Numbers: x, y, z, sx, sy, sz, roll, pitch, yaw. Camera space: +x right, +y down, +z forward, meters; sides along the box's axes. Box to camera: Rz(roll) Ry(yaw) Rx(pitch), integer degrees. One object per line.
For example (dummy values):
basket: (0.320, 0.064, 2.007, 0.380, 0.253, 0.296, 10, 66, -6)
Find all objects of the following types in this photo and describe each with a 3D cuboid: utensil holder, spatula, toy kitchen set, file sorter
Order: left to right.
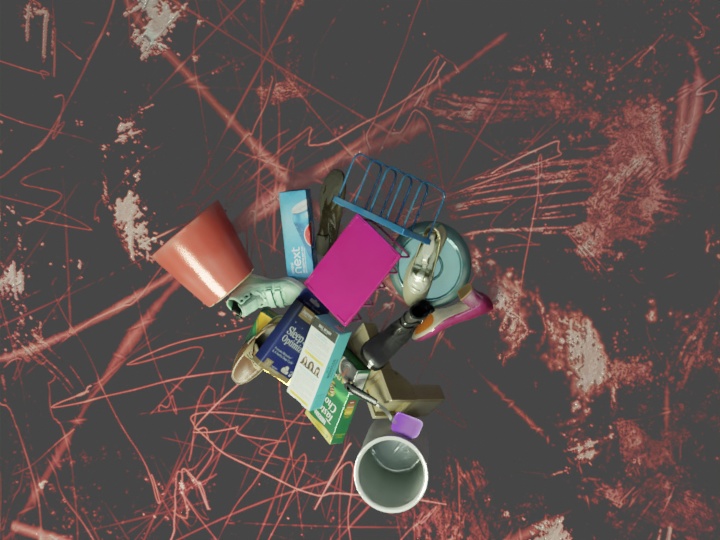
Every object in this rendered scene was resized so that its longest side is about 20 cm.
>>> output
file sorter: (0.000, 0.000, 1.710, 0.139, 0.125, 0.201, 43, 103, 16)
spatula: (0.044, 0.300, 1.640, 0.197, 0.020, 0.058, 31, 122, 20)
toy kitchen set: (0.056, 0.260, 1.782, 0.164, 0.177, 0.203, -48, 50, 35)
file sorter: (0.068, -0.159, 1.652, 0.197, 0.138, 0.125, 27, 95, 31)
utensil holder: (0.077, 0.429, 1.729, 0.165, 0.200, 0.175, 1, 98, 6)

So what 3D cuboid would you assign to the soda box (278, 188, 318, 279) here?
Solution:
soda box: (-0.143, -0.085, 1.761, 0.066, 0.064, 0.206, -5, 97, 8)

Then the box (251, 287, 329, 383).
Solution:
box: (-0.147, 0.148, 1.709, 0.032, 0.121, 0.202, 31, 83, 40)

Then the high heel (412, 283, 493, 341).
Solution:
high heel: (0.214, 0.116, 1.753, 0.200, 0.068, 0.095, -44, 122, 16)

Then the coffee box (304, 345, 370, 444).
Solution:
coffee box: (-0.056, 0.283, 1.742, 0.123, 0.043, 0.204, 41, 118, 43)

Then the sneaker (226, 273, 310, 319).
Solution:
sneaker: (-0.215, 0.073, 1.735, 0.196, 0.119, 0.075, 6, 129, 29)

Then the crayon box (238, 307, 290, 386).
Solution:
crayon box: (-0.178, 0.195, 1.803, 0.197, 0.058, 0.121, 31, 100, 3)

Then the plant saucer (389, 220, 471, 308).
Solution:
plant saucer: (0.160, -0.011, 1.750, 0.194, 0.027, 0.207, 1, 98, 8)

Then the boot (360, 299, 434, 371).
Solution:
boot: (0.083, 0.134, 1.679, 0.070, 0.200, 0.132, 44, 125, 4)

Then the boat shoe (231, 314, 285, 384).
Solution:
boat shoe: (-0.236, 0.185, 1.743, 0.075, 0.072, 0.201, 39, 100, 1)

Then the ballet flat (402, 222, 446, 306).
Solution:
ballet flat: (0.141, -0.011, 1.706, 0.068, 0.069, 0.205, 18, 99, 5)

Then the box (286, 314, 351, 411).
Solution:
box: (-0.096, 0.209, 1.711, 0.082, 0.049, 0.204, 33, 111, 31)

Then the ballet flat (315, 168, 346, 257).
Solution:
ballet flat: (-0.065, -0.133, 1.758, 0.066, 0.046, 0.206, 11, 94, 37)

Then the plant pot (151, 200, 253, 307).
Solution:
plant pot: (-0.352, -0.030, 1.742, 0.199, 0.201, 0.179, -37, 101, 10)
